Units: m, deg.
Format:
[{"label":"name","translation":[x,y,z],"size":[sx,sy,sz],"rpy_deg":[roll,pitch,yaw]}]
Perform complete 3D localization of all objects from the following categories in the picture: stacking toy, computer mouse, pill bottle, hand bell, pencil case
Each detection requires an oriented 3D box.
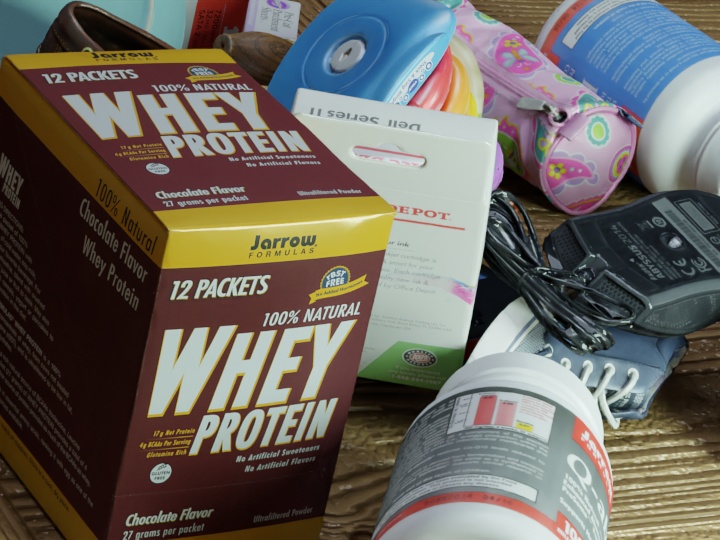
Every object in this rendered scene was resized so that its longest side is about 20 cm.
[{"label":"stacking toy","translation":[0.043,-0.070,1.780],"size":[0.110,0.116,0.200],"rpy_deg":[24,-19,49]},{"label":"computer mouse","translation":[0.157,0.001,1.704],"size":[0.199,0.053,0.139],"rpy_deg":[-9,46,-36]},{"label":"pill bottle","translation":[0.068,0.125,1.468],"size":[0.115,0.116,0.200],"rpy_deg":[15,26,3]},{"label":"pill bottle","translation":[0.216,-0.112,2.017],"size":[0.112,0.113,0.200],"rpy_deg":[-7,32,-35]},{"label":"hand bell","translation":[-0.021,-0.125,1.867],"size":[0.104,0.104,0.200],"rpy_deg":[36,14,38]},{"label":"pencil case","translation":[0.104,-0.117,2.002],"size":[0.087,0.088,0.200],"rpy_deg":[-6,32,-35]}]

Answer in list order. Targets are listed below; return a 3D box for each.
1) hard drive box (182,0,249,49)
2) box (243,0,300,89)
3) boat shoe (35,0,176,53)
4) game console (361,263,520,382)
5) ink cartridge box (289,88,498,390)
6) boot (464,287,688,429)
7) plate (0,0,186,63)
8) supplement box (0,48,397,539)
[{"label":"hard drive box","translation":[-0.181,-0.134,1.820],"size":[0.199,0.157,0.077],"rpy_deg":[-6,32,-33]},{"label":"box","translation":[-0.068,-0.136,2.009],"size":[0.041,0.039,0.200],"rpy_deg":[13,26,-4]},{"label":"boat shoe","translation":[-0.093,-0.087,1.668],"size":[0.199,0.071,0.071],"rpy_deg":[24,30,-8]},{"label":"game console","translation":[0.000,0.000,1.783],"size":[0.200,0.031,0.176],"rpy_deg":[33,32,33]},{"label":"ink cartridge box","translation":[0.012,-0.029,1.601],"size":[0.116,0.201,0.068],"rpy_deg":[9,48,1]},{"label":"boot","translation":[0.121,0.059,1.679],"size":[0.090,0.073,0.200],"rpy_deg":[31,34,13]},{"label":"plate","translation":[-0.186,-0.167,1.718],"size":[0.199,0.201,0.026],"rpy_deg":[-4,-4,-33]},{"label":"supplement box","translation":[-0.103,0.016,1.507],"size":[0.132,0.201,0.197],"rpy_deg":[-5,31,-32]}]
